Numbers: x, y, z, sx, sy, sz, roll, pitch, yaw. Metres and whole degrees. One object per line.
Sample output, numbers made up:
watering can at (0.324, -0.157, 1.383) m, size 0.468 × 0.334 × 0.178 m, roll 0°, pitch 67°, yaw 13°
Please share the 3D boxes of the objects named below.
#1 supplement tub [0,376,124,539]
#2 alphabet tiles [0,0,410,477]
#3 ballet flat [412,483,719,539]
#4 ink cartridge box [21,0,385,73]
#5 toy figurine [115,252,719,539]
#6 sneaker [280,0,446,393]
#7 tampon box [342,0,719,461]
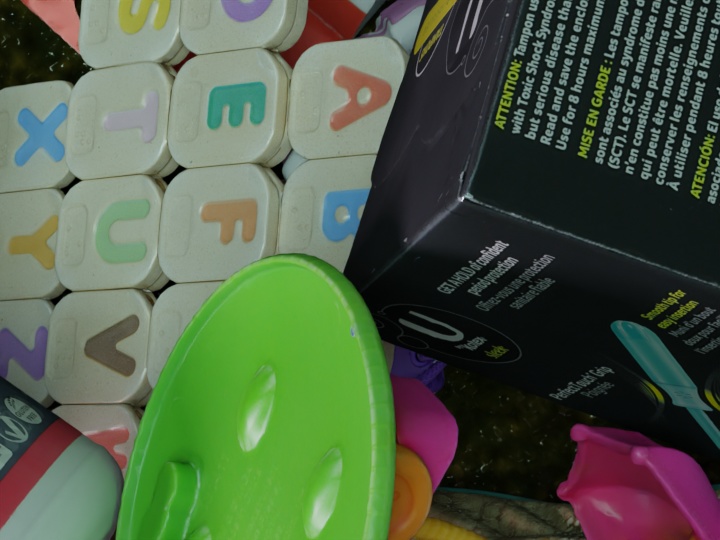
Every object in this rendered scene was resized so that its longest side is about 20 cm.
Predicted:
supplement tub at (-0.186, 0.064, 0.918) m, size 0.200 × 0.140 × 0.140 m, roll 34°, pitch 96°, yaw 1°
alphabet tiles at (-0.066, -0.013, 1.025) m, size 0.195 × 0.015 × 0.200 m, roll -3°, pitch 78°, yaw 38°
ballet flat at (0.086, 0.111, 1.012) m, size 0.200 × 0.065 × 0.071 m, roll -5°, pitch 130°, yaw 32°
ink cartridge box at (-0.044, -0.158, 1.059) m, size 0.162 × 0.050 × 0.200 m, roll 42°, pitch 93°, yaw 5°
toy figurine at (0.032, 0.109, 0.889) m, size 0.184 × 0.150 × 0.200 m, roll 14°, pitch 107°, yaw -29°
sneaker at (0.000, 0.000, 1.049) m, size 0.088 × 0.080 × 0.200 m, roll 27°, pitch 100°, yaw -1°
tampon box at (0.115, -0.025, 0.876) m, size 0.200 × 0.150 × 0.126 m, roll 20°, pitch 72°, yaw -10°
